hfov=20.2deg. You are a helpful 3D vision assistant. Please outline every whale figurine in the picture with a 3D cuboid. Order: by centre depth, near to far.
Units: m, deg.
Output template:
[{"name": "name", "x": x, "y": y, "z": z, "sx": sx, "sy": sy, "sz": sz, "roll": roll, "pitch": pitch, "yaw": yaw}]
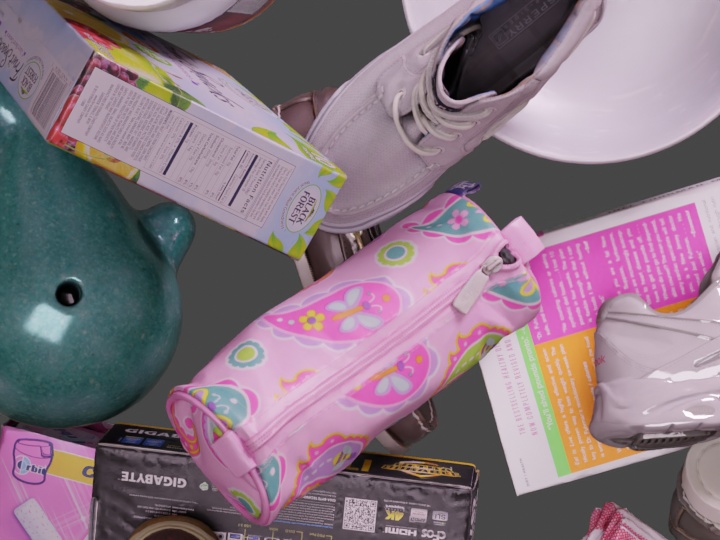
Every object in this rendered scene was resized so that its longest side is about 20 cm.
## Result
[{"name": "whale figurine", "x": -0.164, "y": -0.017, "z": 1.083, "sx": 0.158, "sy": 0.104, "sz": 0.201, "roll": -7, "pitch": 84, "yaw": -12}]

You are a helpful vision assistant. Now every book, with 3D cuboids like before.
[{"name": "book", "x": 0.161, "y": 0.029, "z": 1.093, "sx": 0.199, "sy": 0.048, "sz": 0.134, "roll": -16, "pitch": 94, "yaw": 5}]

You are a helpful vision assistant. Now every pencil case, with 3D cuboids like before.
[{"name": "pencil case", "x": 0.001, "y": 0.040, "z": 1.011, "sx": 0.200, "sy": 0.087, "sz": 0.088, "roll": -35, "pitch": 93, "yaw": -22}]

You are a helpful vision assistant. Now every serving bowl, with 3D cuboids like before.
[{"name": "serving bowl", "x": 0.122, "y": -0.159, "z": 1.062, "sx": 0.199, "sy": 0.066, "sz": 0.201, "roll": 1, "pitch": 99, "yaw": 8}]

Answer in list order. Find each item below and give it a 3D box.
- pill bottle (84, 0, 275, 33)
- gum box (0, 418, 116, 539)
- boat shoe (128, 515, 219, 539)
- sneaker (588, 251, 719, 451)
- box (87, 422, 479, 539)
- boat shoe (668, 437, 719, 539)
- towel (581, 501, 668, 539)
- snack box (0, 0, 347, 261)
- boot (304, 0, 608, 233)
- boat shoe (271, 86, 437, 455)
[{"name": "pill bottle", "x": -0.094, "y": -0.174, "z": 1.015, "sx": 0.109, "sy": 0.200, "sz": 0.110, "roll": 1, "pitch": 96, "yaw": 6}, {"name": "gum box", "x": -0.107, "y": 0.158, "z": 1.120, "sx": 0.199, "sy": 0.066, "sz": 0.114, "roll": 14, "pitch": 99, "yaw": 4}, {"name": "boat shoe", "x": -0.099, "y": 0.227, "z": 1.014, "sx": 0.073, "sy": 0.065, "sz": 0.201, "roll": -3, "pitch": 100, "yaw": 5}, {"name": "sneaker", "x": 0.213, "y": 0.036, "z": 1.038, "sx": 0.199, "sy": 0.078, "sz": 0.100, "roll": -3, "pitch": 77, "yaw": -7}, {"name": "box", "x": -0.044, "y": 0.171, "z": 1.057, "sx": 0.199, "sy": 0.049, "sz": 0.161, "roll": 6, "pitch": 101, "yaw": 5}, {"name": "boat shoe", "x": 0.264, "y": 0.126, "z": 1.085, "sx": 0.201, "sy": 0.072, "sz": 0.060, "roll": 4, "pitch": 140, "yaw": -8}, {"name": "towel", "x": 0.121, "y": 0.238, "z": 1.073, "sx": 0.146, "sy": 0.030, "sz": 0.200, "roll": 40, "pitch": 82, "yaw": -34}, {"name": "snack box", "x": -0.106, "y": -0.083, "z": 1.006, "sx": 0.142, "sy": 0.200, "sz": 0.053, "roll": 26, "pitch": 99, "yaw": -29}, {"name": "boot", "x": 0.038, "y": -0.090, "z": 1.001, "sx": 0.200, "sy": 0.096, "sz": 0.074, "roll": -43, "pitch": 90, "yaw": 12}, {"name": "boat shoe", "x": 0.000, "y": 0.000, "z": 1.093, "sx": 0.059, "sy": 0.072, "sz": 0.201, "roll": -24, "pitch": 88, "yaw": 11}]
